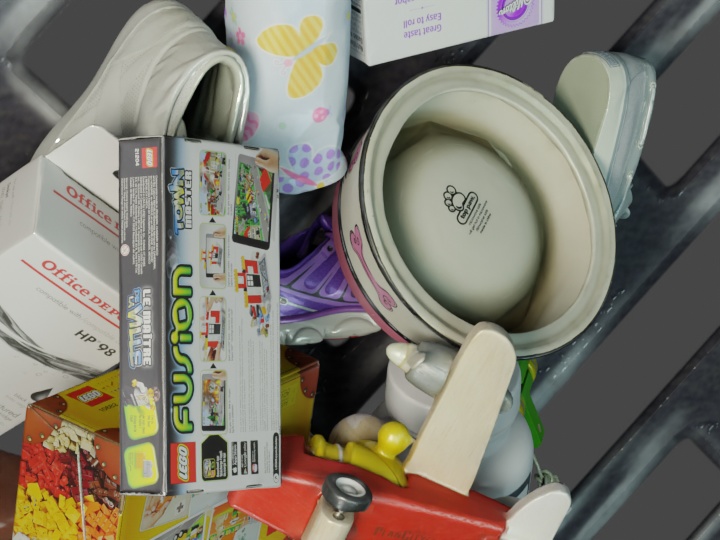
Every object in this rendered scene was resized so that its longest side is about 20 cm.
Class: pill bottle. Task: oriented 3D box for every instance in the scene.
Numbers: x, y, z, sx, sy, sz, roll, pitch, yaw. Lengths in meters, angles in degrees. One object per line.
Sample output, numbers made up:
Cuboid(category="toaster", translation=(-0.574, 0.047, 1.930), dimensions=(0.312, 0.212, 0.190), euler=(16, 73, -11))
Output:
Cuboid(category="pill bottle", translation=(0.059, 0.146, 1.498), dimensions=(0.119, 0.120, 0.201), euler=(-14, 129, -22))

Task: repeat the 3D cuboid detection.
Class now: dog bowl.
Cuboid(category="dog bowl", translation=(0.068, -0.029, 1.425), dimensions=(0.199, 0.074, 0.201), euler=(11, 69, -29))

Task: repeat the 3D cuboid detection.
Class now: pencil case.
Cuboid(category="pencil case", translation=(-0.047, -0.149, 1.352), dimensions=(0.083, 0.091, 0.201), euler=(-6, 115, -15))

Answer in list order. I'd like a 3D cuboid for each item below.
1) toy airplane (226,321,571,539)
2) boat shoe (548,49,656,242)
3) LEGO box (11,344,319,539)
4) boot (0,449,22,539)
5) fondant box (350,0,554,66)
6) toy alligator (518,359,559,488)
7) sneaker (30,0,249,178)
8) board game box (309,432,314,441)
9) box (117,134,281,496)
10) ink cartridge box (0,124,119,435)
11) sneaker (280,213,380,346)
Cuboid(category="toy airplane", translation=(0.029, 0.140, 1.368), dimensions=(0.200, 0.141, 0.199), euler=(-29, 129, -4))
Cuboid(category="boat shoe", translation=(0.163, -0.057, 1.513), dimensions=(0.071, 0.070, 0.201), euler=(-5, 120, -37))
Cuboid(category="LEGO box", translation=(-0.119, 0.134, 1.334), dimensions=(0.200, 0.077, 0.149), euler=(-21, 126, -54))
Cuboid(category="boot", translation=(-0.256, 0.076, 1.296), dimensions=(0.188, 0.069, 0.200), euler=(14, 133, 0))
Cuboid(category="fondant box", translation=(0.050, -0.245, 1.375), dimensions=(0.144, 0.058, 0.201), euler=(-16, 121, -24))
Cuboid(category="toy alligator", translation=(0.098, 0.091, 1.558), dimensions=(0.054, 0.059, 0.201), euler=(-4, 123, 20))
Cuboid(category="sneaker", translation=(-0.140, -0.062, 1.327), dimensions=(0.074, 0.116, 0.200), euler=(22, 101, -35))
Cuboid(category="board game box", translation=(-0.120, 0.162, 1.476), dimensions=(0.200, 0.046, 0.152), euler=(-43, 124, -5))
Cuboid(category="box", translation=(-0.091, 0.026, 1.244), dimensions=(0.110, 0.035, 0.201), euler=(4, 85, -55))
Cuboid(category="ink cartridge box", translation=(-0.191, 0.009, 1.301), dimensions=(0.200, 0.067, 0.116), euler=(-31, 129, 30))
Cuboid(category="sneaker", translation=(0.000, 0.000, 1.454), dimensions=(0.199, 0.081, 0.084), euler=(-8, 103, -28))
